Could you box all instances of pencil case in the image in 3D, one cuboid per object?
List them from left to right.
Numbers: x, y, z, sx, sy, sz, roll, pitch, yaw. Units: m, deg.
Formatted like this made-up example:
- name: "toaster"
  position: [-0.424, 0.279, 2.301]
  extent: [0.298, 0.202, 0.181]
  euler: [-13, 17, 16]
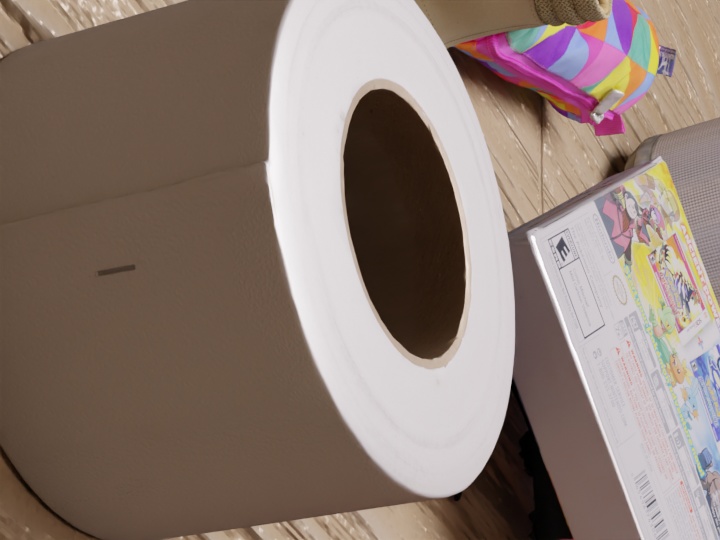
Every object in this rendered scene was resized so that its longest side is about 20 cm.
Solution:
- name: "pencil case"
  position: [0.109, -0.142, 1.249]
  extent: [0.200, 0.088, 0.089]
  euler: [21, 61, -58]

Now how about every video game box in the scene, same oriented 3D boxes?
- name: "video game box"
  position: [0.144, 0.056, 1.133]
  extent: [0.182, 0.047, 0.201]
  euler: [-26, 96, -55]

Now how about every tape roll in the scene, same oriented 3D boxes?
- name: "tape roll"
  position: [-0.042, -0.004, 0.820]
  extent: [0.203, 0.139, 0.204]
  euler: [37, 48, -55]

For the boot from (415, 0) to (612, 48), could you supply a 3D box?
- name: "boot"
  position: [0.051, -0.199, 1.068]
  extent: [0.073, 0.155, 0.201]
  euler: [34, 50, -55]

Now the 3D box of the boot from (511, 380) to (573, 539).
- name: "boot"
  position: [0.143, 0.102, 1.221]
  extent: [0.200, 0.076, 0.169]
  euler: [3, 75, -60]

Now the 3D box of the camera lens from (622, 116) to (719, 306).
- name: "camera lens"
  position: [0.278, -0.030, 1.401]
  extent: [0.160, 0.199, 0.161]
  euler: [42, 40, -48]

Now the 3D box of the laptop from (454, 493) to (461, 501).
- name: "laptop"
  position: [0.000, 0.000, 1.051]
  extent: [0.199, 0.103, 0.178]
  euler: [15, 63, -33]
